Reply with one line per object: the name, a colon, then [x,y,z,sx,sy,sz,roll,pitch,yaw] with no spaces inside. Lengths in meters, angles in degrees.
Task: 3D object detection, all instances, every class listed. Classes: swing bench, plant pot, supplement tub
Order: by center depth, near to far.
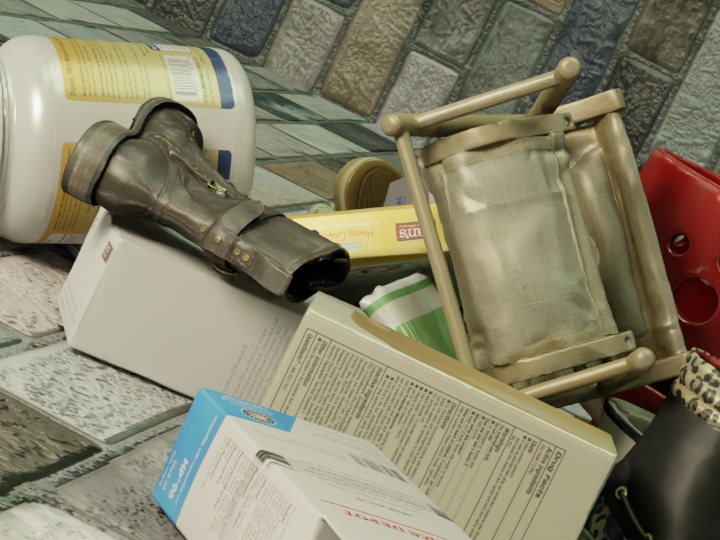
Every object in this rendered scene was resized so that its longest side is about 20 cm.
swing bench: [0.120,-0.015,1.530,0.130,0.199,0.200,-17,-7,14]
supplement tub: [-0.186,-0.089,1.656,0.200,0.145,0.144,2,18,-23]
plant pot: [0.260,0.032,1.759,0.200,0.183,0.200,30,7,-4]

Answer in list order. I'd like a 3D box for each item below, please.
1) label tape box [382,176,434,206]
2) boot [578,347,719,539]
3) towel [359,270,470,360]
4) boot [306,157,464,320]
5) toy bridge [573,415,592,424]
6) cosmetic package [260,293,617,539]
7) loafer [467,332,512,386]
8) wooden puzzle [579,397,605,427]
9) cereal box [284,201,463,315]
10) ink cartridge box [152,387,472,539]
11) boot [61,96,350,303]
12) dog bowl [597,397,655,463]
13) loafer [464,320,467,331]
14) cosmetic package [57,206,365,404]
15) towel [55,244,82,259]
label tape box: [0.094,-0.032,1.852,0.200,0.063,0.144,-22,-30,36]
boot: [0.228,0.157,1.425,0.204,0.154,0.073,39,12,32]
towel: [0.072,0.092,1.523,0.200,0.023,0.153,58,12,3]
boot: [-0.003,-0.028,1.965,0.155,0.072,0.200,33,-24,49]
toy bridge: [0.232,0.170,1.805,0.067,0.027,0.200,20,11,-36]
cosmetic package: [0.040,0.104,1.400,0.200,0.105,0.071,27,8,0]
loafer: [0.083,0.082,1.742,0.067,0.076,0.200,24,6,35]
wooden puzzle: [0.246,0.148,1.787,0.200,0.037,0.185,29,8,-15]
cereal box: [0.000,0.000,1.665,0.144,0.040,0.200,-5,-14,4]
ink cartridge box: [-0.010,0.138,1.164,0.116,0.068,0.200,20,10,-30]
boot: [-0.085,-0.035,1.499,0.174,0.069,0.200,28,16,8]
dog bowl: [0.230,0.169,1.595,0.200,0.074,0.200,31,7,-4]
loafer: [0.038,0.057,1.854,0.072,0.063,0.200,10,-9,24]
cosmetic package: [-0.086,0.037,1.517,0.200,0.081,0.113,22,9,-14]
towel: [-0.125,0.019,1.705,0.147,0.024,0.200,19,11,-43]
